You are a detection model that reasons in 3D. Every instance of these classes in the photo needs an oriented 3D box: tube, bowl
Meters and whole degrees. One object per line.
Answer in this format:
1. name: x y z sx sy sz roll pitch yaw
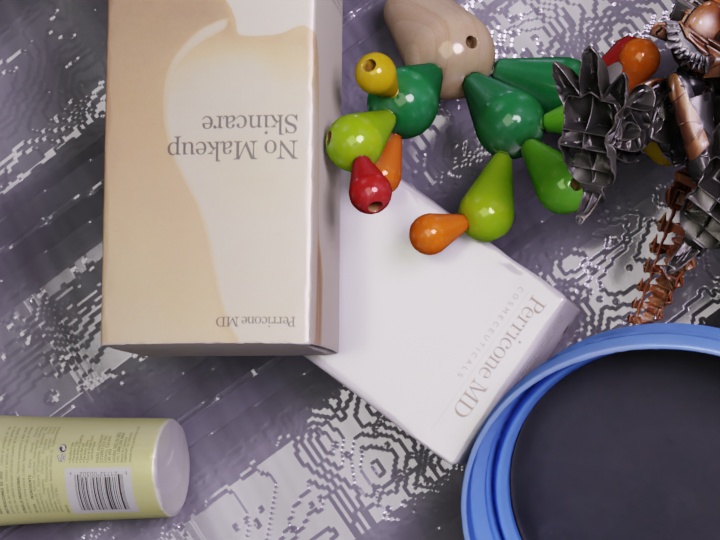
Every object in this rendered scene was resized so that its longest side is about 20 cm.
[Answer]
1. tube: -0.190 0.104 0.907 0.199 0.052 0.058 -3 43 14
2. bowl: 0.148 0.116 0.797 0.200 0.039 0.201 8 116 16

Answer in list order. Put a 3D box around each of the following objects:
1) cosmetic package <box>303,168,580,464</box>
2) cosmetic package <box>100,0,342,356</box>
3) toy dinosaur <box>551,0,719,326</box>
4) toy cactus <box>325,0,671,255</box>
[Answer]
1. cosmetic package: 0.000 0.000 0.863 0.200 0.074 0.102 34 93 13
2. cosmetic package: -0.063 -0.061 0.809 0.105 0.071 0.201 -2 83 10
3. toy dinosaur: 0.159 -0.061 0.752 0.102 0.136 0.201 7 111 32
4. toy cactus: 0.059 -0.090 0.834 0.199 0.102 0.165 -17 47 -21
